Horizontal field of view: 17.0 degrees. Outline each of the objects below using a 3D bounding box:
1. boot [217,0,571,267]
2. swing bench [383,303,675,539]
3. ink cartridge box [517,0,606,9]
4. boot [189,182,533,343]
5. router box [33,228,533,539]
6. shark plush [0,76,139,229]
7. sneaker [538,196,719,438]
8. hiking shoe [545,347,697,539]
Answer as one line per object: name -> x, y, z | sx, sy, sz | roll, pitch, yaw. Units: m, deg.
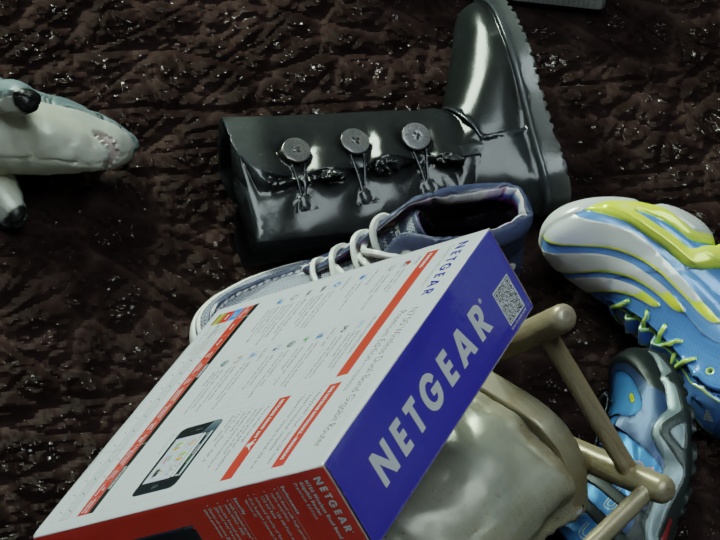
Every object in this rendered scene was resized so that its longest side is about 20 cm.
boot -> 0.010, -0.088, 1.457 | 0.200, 0.066, 0.165 | -10, 54, -10
swing bench -> 0.012, 0.117, 1.234 | 0.199, 0.200, 0.130 | -40, 111, -25
ink cartridge box -> 0.070, -0.266, 1.606 | 0.200, 0.041, 0.200 | 8, 53, -1
boot -> 0.000, 0.000, 1.366 | 0.200, 0.090, 0.073 | -15, 57, -18
router box -> -0.035, 0.071, 1.146 | 0.049, 0.179, 0.200 | 59, 39, -18
shark plush -> -0.235, -0.093, 1.446 | 0.200, 0.091, 0.083 | 14, 30, 29
sneaker -> 0.189, 0.030, 1.374 | 0.200, 0.076, 0.105 | 20, 49, 6
hiking shoe -> 0.134, 0.123, 1.302 | 0.087, 0.074, 0.200 | 7, 53, -3
